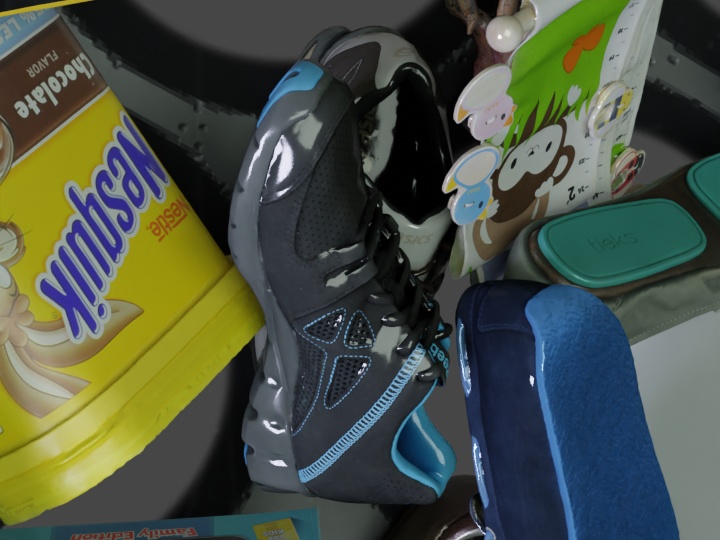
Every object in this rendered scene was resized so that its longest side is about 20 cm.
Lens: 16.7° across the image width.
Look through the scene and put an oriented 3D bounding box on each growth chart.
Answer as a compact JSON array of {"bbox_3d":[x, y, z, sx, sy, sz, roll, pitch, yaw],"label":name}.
[{"bbox_3d":[0.082,-0.056,0.980,0.018,0.200,0.145,36,57,23],"label":"growth chart"}]

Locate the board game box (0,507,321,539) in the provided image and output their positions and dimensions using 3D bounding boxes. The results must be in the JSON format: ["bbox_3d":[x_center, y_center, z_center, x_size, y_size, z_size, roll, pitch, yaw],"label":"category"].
[{"bbox_3d":[-0.086,0.199,0.989,0.151,0.047,0.200,-4,112,-2],"label":"board game box"}]

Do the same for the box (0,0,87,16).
[{"bbox_3d":[-0.164,-0.178,0.906,0.160,0.049,0.200,-14,56,-13],"label":"box"}]

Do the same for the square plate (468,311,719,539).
[{"bbox_3d":[0.182,0.057,1.046,0.200,0.028,0.198,-45,61,-10],"label":"square plate"}]

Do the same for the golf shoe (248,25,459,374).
[{"bbox_3d":[0.000,0.000,1.011,0.078,0.094,0.200,-3,98,-17],"label":"golf shoe"}]

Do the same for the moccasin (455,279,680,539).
[{"bbox_3d":[0.082,0.089,0.978,0.080,0.068,0.200,-24,118,-36],"label":"moccasin"}]

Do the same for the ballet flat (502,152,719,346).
[{"bbox_3d":[0.137,-0.007,1.028,0.200,0.067,0.064,-15,143,-33],"label":"ballet flat"}]

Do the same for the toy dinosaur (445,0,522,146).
[{"bbox_3d":[0.056,-0.158,0.986,0.136,0.086,0.200,-39,101,-34],"label":"toy dinosaur"}]

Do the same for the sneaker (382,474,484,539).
[{"bbox_3d":[0.008,0.176,1.039,0.070,0.076,0.200,32,86,-17],"label":"sneaker"}]

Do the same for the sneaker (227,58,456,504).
[{"bbox_3d":[-0.001,0.007,0.941,0.082,0.073,0.200,12,131,18],"label":"sneaker"}]

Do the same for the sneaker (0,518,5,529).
[{"bbox_3d":[-0.221,0.053,0.964,0.200,0.077,0.082,42,90,-15],"label":"sneaker"}]

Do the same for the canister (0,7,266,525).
[{"bbox_3d":[-0.141,-0.025,0.946,0.200,0.087,0.149,56,40,-11],"label":"canister"}]
